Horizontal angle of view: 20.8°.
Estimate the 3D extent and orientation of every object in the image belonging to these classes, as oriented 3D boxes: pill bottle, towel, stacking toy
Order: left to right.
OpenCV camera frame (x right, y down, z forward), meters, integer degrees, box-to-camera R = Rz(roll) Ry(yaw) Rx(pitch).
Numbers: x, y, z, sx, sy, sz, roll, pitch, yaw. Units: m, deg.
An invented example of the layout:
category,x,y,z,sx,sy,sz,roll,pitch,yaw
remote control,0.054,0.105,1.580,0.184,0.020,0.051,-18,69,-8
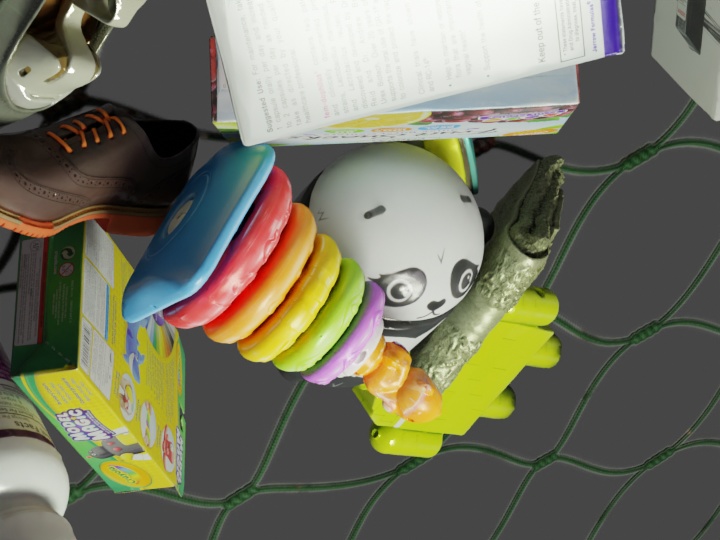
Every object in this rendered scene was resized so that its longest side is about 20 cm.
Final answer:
category,x,y,z,sx,sy,sz,roll,pitch,yaw
pill bottle,-0.238,0.111,1.146,0.112,0.200,0.113,-23,146,-17
stacking toy,-0.028,0.025,1.141,0.116,0.200,0.110,-24,-147,60
towel,0.087,0.001,1.358,0.149,0.036,0.200,-54,-175,23

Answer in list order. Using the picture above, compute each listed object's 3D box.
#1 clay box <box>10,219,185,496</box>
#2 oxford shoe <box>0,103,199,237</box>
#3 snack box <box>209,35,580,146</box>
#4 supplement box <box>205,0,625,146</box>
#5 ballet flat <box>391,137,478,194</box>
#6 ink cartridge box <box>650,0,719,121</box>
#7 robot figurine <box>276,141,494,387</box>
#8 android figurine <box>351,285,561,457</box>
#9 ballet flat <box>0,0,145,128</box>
category,x,y,z,sx,sy,sz,roll,pitch,yaw
clay box,-0.158,0.058,1.228,0.047,0.116,0.200,-8,149,11
oxford shoe,-0.167,-0.066,1.108,0.073,0.071,0.200,-55,157,20
snack box,0.019,-0.104,1.113,0.198,0.053,0.142,-2,179,1
supplement box,0.020,-0.151,0.981,0.199,0.102,0.104,-15,135,-1
ballet flat,0.038,-0.117,1.247,0.067,0.067,0.201,-9,141,-1
ink cartridge box,0.279,-0.215,1.308,0.144,0.084,0.201,-27,147,-15
robot figurine,0.000,0.002,1.267,0.200,0.124,0.151,-45,-165,53
android figurine,0.074,0.075,1.538,0.182,0.041,0.199,-49,147,21
ballet flat,-0.152,-0.136,1.036,0.067,0.064,0.200,7,129,-48
